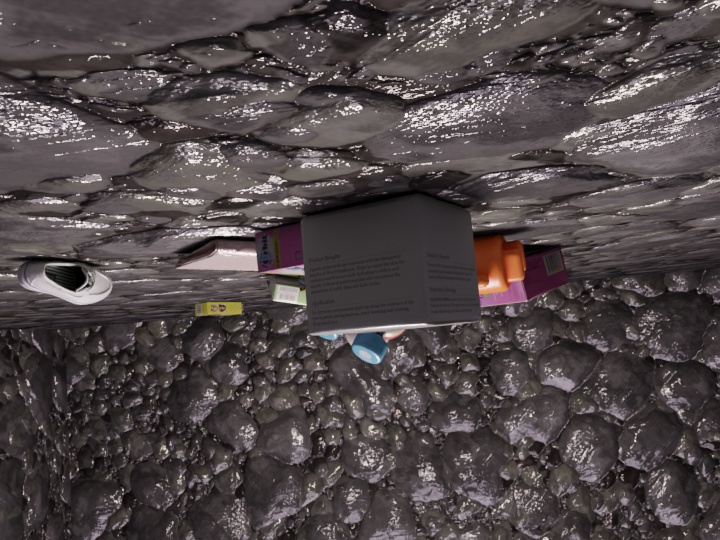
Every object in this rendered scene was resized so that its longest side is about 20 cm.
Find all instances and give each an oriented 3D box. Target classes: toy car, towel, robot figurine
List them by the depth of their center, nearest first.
[{"bbox_3d":[-0.213,-0.027,1.152,0.197,0.033,0.189,1,173,-39],"label":"towel"},{"bbox_3d":[0.001,0.091,1.218,0.175,0.186,0.201,27,151,6],"label":"toy car"},{"bbox_3d":[0.233,-0.009,1.280,0.196,0.146,0.117,-8,151,23],"label":"robot figurine"}]

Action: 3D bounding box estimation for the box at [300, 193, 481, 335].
[{"bbox_3d":[0.047,0.000,0.926,0.196,0.175,0.199,-8,174,31],"label":"box"}]

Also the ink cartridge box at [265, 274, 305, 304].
[{"bbox_3d":[-0.159,0.039,1.594,0.143,0.049,0.200,9,-167,-16],"label":"ink cartridge box"}]

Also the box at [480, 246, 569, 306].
[{"bbox_3d":[0.389,0.018,1.597,0.174,0.099,0.199,-17,-179,-35],"label":"box"}]

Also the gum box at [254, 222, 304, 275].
[{"bbox_3d":[-0.065,-0.032,1.046,0.112,0.068,0.199,-10,173,33],"label":"gum box"}]

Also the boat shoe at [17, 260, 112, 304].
[{"bbox_3d":[-0.519,0.023,1.151,0.066,0.075,0.199,-4,174,23],"label":"boat shoe"}]

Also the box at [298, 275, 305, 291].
[{"bbox_3d":[-0.076,0.001,1.332,0.063,0.072,0.199,-4,175,-21],"label":"box"}]

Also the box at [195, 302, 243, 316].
[{"bbox_3d":[-0.556,0.152,2.495,0.074,0.051,0.199,-9,174,33],"label":"box"}]
